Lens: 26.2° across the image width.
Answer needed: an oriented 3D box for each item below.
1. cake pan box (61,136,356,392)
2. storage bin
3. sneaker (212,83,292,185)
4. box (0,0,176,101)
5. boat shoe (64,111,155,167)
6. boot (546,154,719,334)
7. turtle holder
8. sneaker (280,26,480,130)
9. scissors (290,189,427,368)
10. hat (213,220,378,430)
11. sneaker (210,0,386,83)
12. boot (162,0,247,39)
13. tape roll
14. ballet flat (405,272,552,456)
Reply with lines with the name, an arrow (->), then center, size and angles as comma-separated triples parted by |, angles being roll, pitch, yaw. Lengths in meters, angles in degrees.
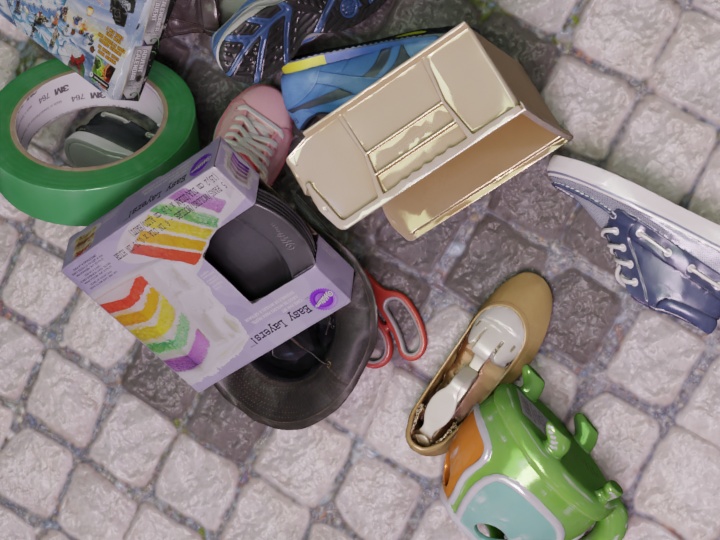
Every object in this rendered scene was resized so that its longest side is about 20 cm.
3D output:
cake pan box -> -0.130, -0.002, 1.362 | 0.199, 0.052, 0.184 | -30, 122, 26
storage bin -> 0.062, -0.111, 1.362 | 0.198, 0.200, 0.094 | -33, 79, 15
sneaker -> -0.105, -0.102, 1.429 | 0.075, 0.105, 0.201 | 34, 62, -11
box -> -0.261, -0.267, 1.474 | 0.200, 0.040, 0.137 | 37, 114, 31
boat shoe -> -0.192, -0.099, 1.515 | 0.199, 0.076, 0.060 | 29, 53, 10
boot -> 0.241, -0.024, 1.369 | 0.199, 0.073, 0.091 | 27, 92, 16
turtle holder -> 0.154, 0.189, 1.377 | 0.132, 0.185, 0.141 | -41, 46, 13
sneaker -> 0.022, -0.179, 1.452 | 0.199, 0.066, 0.079 | -11, 99, 18
scissors -> 0.000, 0.000, 1.482 | 0.073, 0.014, 0.201 | -26, 81, 19
hat -> -0.061, 0.043, 1.460 | 0.199, 0.081, 0.202 | 4, 102, 22
sneaker -> -0.057, -0.251, 1.452 | 0.199, 0.077, 0.076 | -30, 117, -13
boot -> -0.173, -0.308, 1.519 | 0.173, 0.069, 0.201 | -10, 91, 12
tape roll -> -0.253, -0.128, 1.465 | 0.199, 0.048, 0.201 | -1, 47, 1
ballet flat -> 0.108, 0.090, 1.418 | 0.068, 0.063, 0.201 | 35, 100, 15
